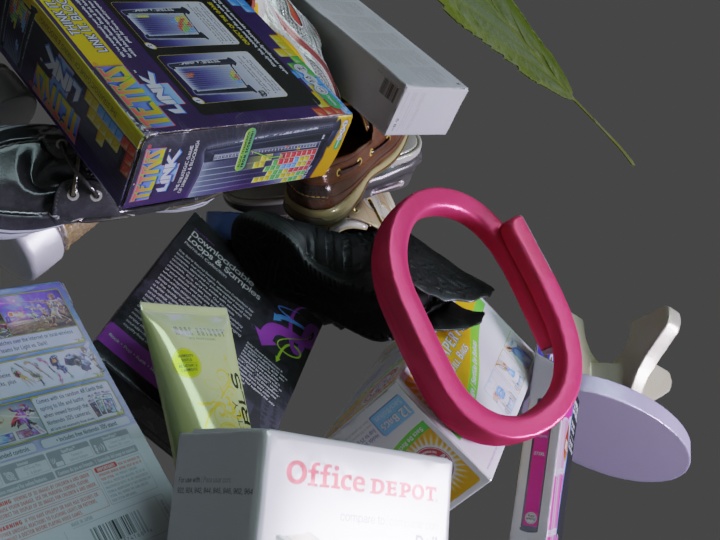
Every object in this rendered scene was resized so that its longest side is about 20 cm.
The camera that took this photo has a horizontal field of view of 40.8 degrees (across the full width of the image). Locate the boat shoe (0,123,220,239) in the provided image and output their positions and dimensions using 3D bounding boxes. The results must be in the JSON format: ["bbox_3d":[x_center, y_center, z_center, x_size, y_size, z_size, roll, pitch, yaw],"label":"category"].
[{"bbox_3d":[-0.163,-0.059,0.598,0.198,0.066,0.071,-3,86,-38],"label":"boat shoe"}]

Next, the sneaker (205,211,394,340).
[{"bbox_3d":[-0.044,0.004,0.835,0.198,0.079,0.070,15,0,-12],"label":"sneaker"}]

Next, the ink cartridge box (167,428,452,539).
[{"bbox_3d":[-0.030,0.194,0.526,0.145,0.084,0.202,17,70,-40],"label":"ink cartridge box"}]

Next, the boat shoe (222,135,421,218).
[{"bbox_3d":[-0.031,-0.079,0.887,0.198,0.057,0.067,-19,52,-21],"label":"boat shoe"}]

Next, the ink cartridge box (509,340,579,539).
[{"bbox_3d":[0.161,0.151,0.830,0.095,0.037,0.202,51,45,-61],"label":"ink cartridge box"}]

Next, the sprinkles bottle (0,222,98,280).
[{"bbox_3d":[-0.177,-0.080,0.675,0.068,0.068,0.200,45,58,-3],"label":"sprinkles bottle"}]

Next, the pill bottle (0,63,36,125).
[{"bbox_3d":[-0.312,-0.160,0.635,0.200,0.111,0.111,47,30,-1],"label":"pill bottle"}]

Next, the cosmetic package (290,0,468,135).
[{"bbox_3d":[-0.007,-0.189,0.827,0.082,0.051,0.200,-10,46,-44],"label":"cosmetic package"}]

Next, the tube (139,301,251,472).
[{"bbox_3d":[-0.092,0.115,0.608,0.058,0.051,0.202,95,-19,-71],"label":"tube"}]

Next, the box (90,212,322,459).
[{"bbox_3d":[-0.111,0.056,0.719,0.143,0.036,0.201,42,31,-11],"label":"box"}]

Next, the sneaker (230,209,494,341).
[{"bbox_3d":[0.001,-0.003,0.774,0.199,0.060,0.104,30,36,21],"label":"sneaker"}]

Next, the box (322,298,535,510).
[{"bbox_3d":[0.059,0.110,0.797,0.101,0.112,0.200,45,31,-2],"label":"box"}]

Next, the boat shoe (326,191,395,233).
[{"bbox_3d":[-0.002,-0.037,0.930,0.069,0.074,0.201,2,53,-58],"label":"boat shoe"}]

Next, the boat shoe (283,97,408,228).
[{"bbox_3d":[-0.003,-0.122,0.843,0.071,0.068,0.201,21,49,13],"label":"boat shoe"}]

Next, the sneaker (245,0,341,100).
[{"bbox_3d":[-0.083,-0.194,0.778,0.202,0.077,0.082,63,28,5],"label":"sneaker"}]

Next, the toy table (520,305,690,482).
[{"bbox_3d":[0.253,0.122,0.995,0.200,0.183,0.118,39,46,-31],"label":"toy table"}]

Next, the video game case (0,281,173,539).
[{"bbox_3d":[-0.211,0.101,0.524,0.199,0.045,0.182,-9,63,-56],"label":"video game case"}]

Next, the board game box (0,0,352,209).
[{"bbox_3d":[-0.127,-0.133,0.615,0.164,0.057,0.200,-15,55,-44],"label":"board game box"}]

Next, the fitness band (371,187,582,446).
[{"bbox_3d":[0.087,0.031,0.722,0.143,0.037,0.202,-21,81,-32],"label":"fitness band"}]
